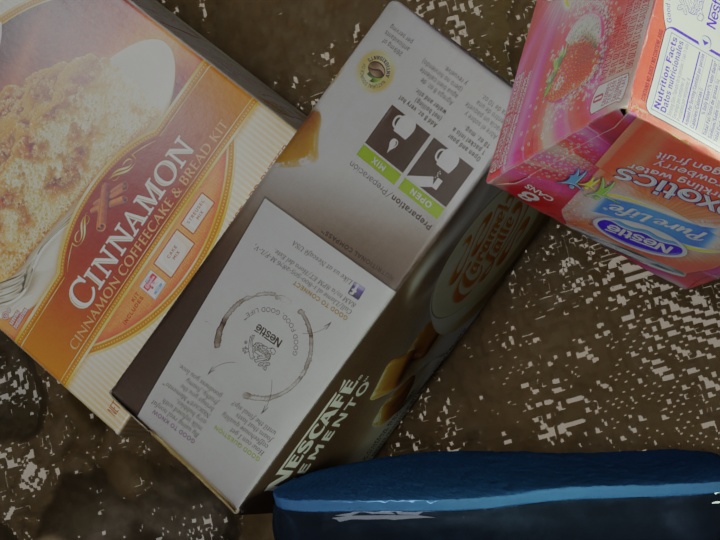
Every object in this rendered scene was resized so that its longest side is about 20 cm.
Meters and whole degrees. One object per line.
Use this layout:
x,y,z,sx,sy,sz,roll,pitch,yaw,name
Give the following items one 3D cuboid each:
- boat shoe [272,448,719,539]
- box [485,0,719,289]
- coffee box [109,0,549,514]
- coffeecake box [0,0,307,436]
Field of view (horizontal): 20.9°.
0.064,0.112,0.772,0.199,0.084,0.069,1,101,0,boat shoe
0.132,-0.109,0.737,0.095,0.102,0.201,-26,43,58,box
0.000,0.000,0.820,0.080,0.114,0.200,39,97,21,coffee box
-0.121,-0.045,0.894,0.200,0.073,0.154,38,99,21,coffeecake box
